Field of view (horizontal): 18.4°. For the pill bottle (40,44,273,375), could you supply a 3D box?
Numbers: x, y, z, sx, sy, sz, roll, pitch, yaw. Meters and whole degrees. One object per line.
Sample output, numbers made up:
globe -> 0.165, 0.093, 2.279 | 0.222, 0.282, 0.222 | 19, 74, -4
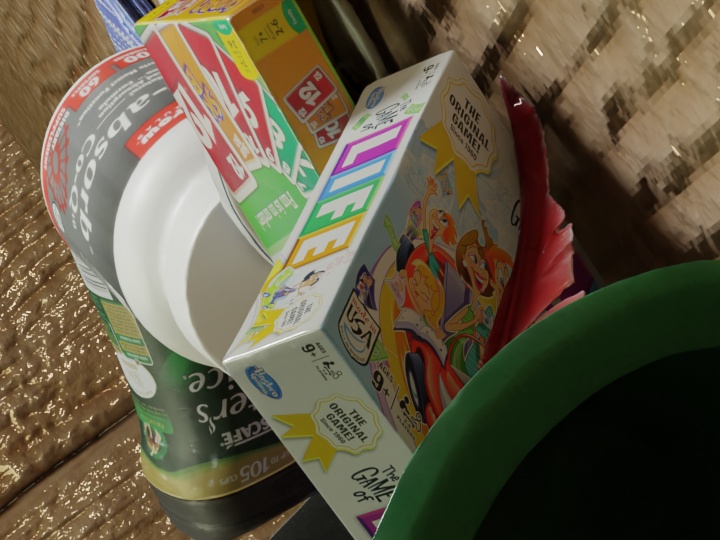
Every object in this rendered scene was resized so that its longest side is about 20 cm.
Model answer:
pill bottle -> -0.060, -0.025, 0.951 | 0.116, 0.116, 0.200 | 59, 170, -25

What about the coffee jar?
coffee jar -> -0.077, 0.038, 1.141 | 0.085, 0.104, 0.200 | 21, 134, 53

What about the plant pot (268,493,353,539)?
plant pot -> 0.018, 0.281, 1.505 | 0.177, 0.200, 0.200 | 33, 160, 33

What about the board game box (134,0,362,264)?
board game box -> 0.000, 0.000, 0.712 | 0.200, 0.030, 0.095 | 57, 164, -17

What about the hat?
hat -> 0.032, 0.066, 0.563 | 0.176, 0.200, 0.166 | 13, 122, 55

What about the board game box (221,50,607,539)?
board game box -> 0.048, 0.054, 0.641 | 0.200, 0.034, 0.135 | 54, -146, -23

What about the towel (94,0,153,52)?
towel -> -0.110, -0.098, 1.243 | 0.145, 0.024, 0.200 | 53, 171, 18

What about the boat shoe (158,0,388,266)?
boat shoe -> -0.018, -0.055, 0.787 | 0.070, 0.071, 0.200 | 49, 163, 48
